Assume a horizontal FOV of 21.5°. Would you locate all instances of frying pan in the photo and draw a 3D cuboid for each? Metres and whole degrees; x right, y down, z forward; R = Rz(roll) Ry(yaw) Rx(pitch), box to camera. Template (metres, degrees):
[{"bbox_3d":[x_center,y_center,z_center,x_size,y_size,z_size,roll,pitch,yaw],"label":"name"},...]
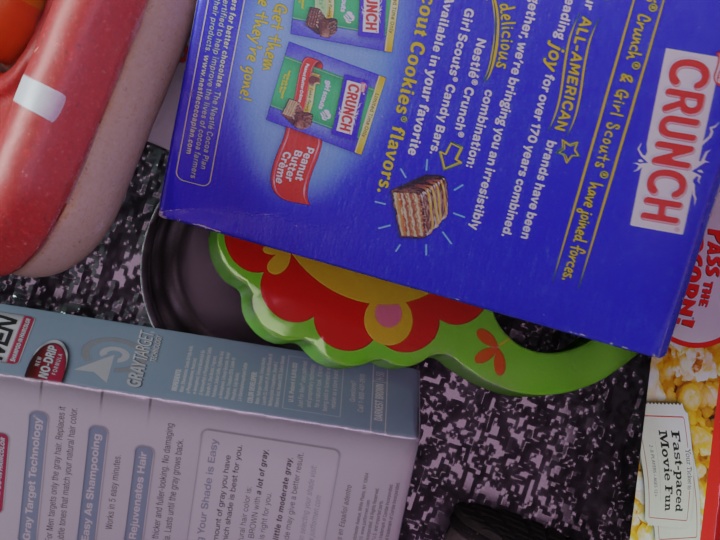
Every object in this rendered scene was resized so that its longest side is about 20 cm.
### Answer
[{"bbox_3d":[-0.007,-0.016,0.846,0.189,0.031,0.116,-22,103,-8],"label":"frying pan"}]

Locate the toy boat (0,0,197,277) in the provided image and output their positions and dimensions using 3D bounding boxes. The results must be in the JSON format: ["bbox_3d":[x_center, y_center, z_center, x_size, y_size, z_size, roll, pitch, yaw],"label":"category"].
[{"bbox_3d":[-0.140,-0.105,0.717,0.130,0.130,0.202,21,93,-30],"label":"toy boat"}]

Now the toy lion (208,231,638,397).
[{"bbox_3d":[0.037,-0.025,0.812,0.191,0.069,0.200,-42,95,-14],"label":"toy lion"}]

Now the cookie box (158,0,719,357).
[{"bbox_3d":[0.041,-0.079,0.702,0.198,0.075,0.173,16,116,5],"label":"cookie box"}]

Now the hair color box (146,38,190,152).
[{"bbox_3d":[-0.081,-0.159,0.822,0.101,0.061,0.202,22,92,-3],"label":"hair color box"}]

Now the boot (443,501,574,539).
[{"bbox_3d":[0.097,0.204,0.851,0.199,0.068,0.131,34,97,-2],"label":"boot"}]

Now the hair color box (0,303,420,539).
[{"bbox_3d":[-0.079,0.083,0.820,0.198,0.061,0.100,9,118,-3],"label":"hair color box"}]

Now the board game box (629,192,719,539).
[{"bbox_3d":[0.184,0.047,0.806,0.151,0.046,0.202,-1,99,-43],"label":"board game box"}]
